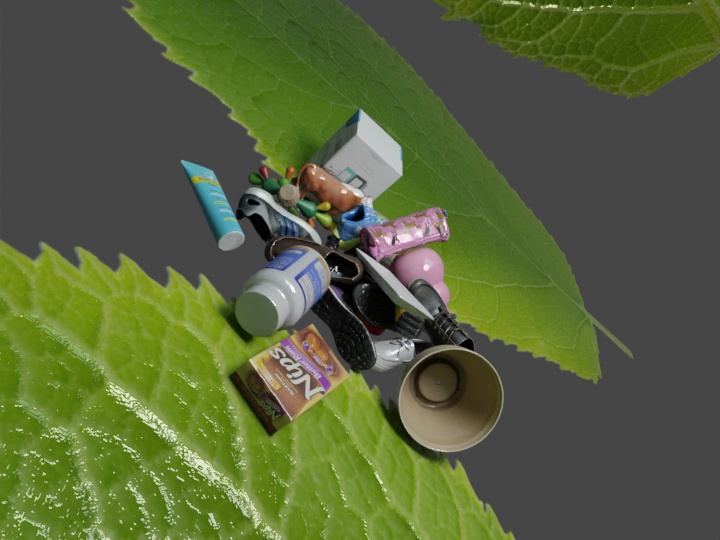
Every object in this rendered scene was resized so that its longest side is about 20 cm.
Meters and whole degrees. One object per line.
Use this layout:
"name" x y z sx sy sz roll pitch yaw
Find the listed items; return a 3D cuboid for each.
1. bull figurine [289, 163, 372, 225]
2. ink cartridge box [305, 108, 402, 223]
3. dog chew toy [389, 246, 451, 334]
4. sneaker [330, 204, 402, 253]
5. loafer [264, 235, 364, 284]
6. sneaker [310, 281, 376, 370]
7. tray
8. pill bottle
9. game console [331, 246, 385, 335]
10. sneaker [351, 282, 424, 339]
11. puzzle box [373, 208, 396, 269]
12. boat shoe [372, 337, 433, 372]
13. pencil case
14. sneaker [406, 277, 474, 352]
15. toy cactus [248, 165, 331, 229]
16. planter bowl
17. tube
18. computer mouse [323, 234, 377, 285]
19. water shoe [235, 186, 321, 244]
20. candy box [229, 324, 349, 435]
"bull figurine" -0.068 -0.163 1.532 0.200 0.121 0.065 35 32 -26
"ink cartridge box" -0.022 -0.239 1.609 0.146 0.200 0.147 39 30 -22
"dog chew toy" 0.143 0.050 1.529 0.124 0.124 0.201 -21 90 -61
"sneaker" 0.036 -0.090 1.516 0.199 0.105 0.076 -3 49 -16
"loafer" -0.084 -0.024 1.316 0.199 0.073 0.071 12 -4 -9
"sneaker" -0.021 0.098 1.336 0.200 0.076 0.087 56 22 12
"tray" 0.059 0.030 1.335 0.107 0.022 0.200 35 8 -37
"pill bottle" -0.137 0.038 1.197 0.112 0.112 0.200 48 28 -2
"game console" 0.009 0.040 1.500 0.177 0.031 0.200 45 28 -3
"sneaker" 0.038 0.080 1.383 0.200 0.070 0.090 31 -11 -38
"puzzle box" 0.039 -0.081 1.690 0.133 0.025 0.200 36 31 -26
"boat shoe" 0.082 0.166 1.402 0.200 0.068 0.072 17 42 -46
"pencil case" 0.095 -0.076 1.471 0.199 0.086 0.083 -16 83 -22
"sneaker" 0.173 0.104 1.429 0.200 0.075 0.106 59 -16 -20
"toy cactus" -0.139 -0.153 1.407 0.200 0.102 0.165 41 -4 -2
"planter bowl" 0.161 0.233 1.336 0.200 0.200 0.135 44 1 -10
"tube" -0.274 -0.126 1.278 0.077 0.050 0.200 21 33 -54
"computer mouse" 0.000 0.000 1.426 0.200 0.046 0.140 48 15 -3
"water shoe" -0.167 -0.080 1.368 0.200 0.071 0.079 38 59 -27
"candy box" -0.110 0.174 1.130 0.117 0.056 0.200 53 29 6
